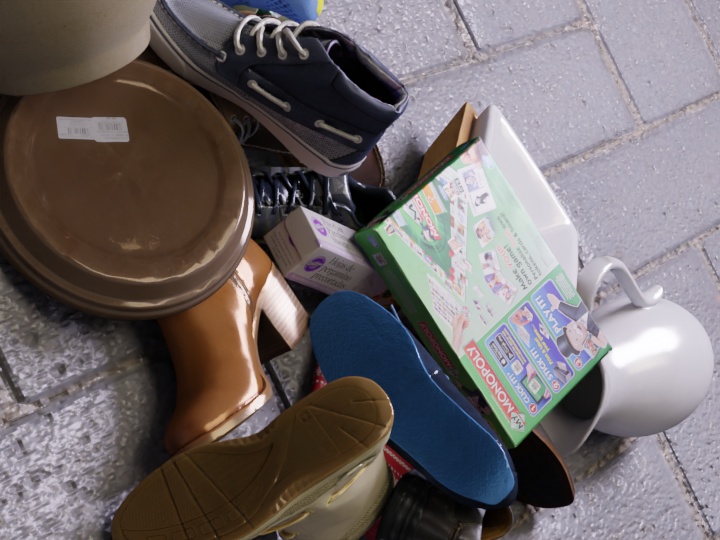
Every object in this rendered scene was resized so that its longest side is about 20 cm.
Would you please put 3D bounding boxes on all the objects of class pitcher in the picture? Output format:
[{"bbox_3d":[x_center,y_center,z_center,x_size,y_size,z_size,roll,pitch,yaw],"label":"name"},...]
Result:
[{"bbox_3d":[0.226,0.064,1.818,0.200,0.121,0.172,-9,119,-51],"label":"pitcher"}]

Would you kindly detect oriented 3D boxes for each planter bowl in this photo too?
[{"bbox_3d":[-0.211,-0.199,1.401,0.200,0.199,0.135,-56,139,-52],"label":"planter bowl"}]

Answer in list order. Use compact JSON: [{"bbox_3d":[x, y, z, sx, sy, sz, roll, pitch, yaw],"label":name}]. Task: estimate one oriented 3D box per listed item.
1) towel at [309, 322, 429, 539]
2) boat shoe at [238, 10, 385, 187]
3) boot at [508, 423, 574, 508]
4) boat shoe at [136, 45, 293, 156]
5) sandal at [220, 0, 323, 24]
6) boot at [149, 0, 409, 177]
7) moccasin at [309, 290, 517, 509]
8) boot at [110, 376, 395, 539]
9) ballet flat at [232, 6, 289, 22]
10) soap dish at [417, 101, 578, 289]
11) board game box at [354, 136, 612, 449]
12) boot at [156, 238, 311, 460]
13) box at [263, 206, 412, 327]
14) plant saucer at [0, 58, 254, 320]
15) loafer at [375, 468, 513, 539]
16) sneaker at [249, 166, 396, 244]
[{"bbox_3d":[0.012,0.114,1.617,0.145,0.022,0.200,42,39,-28],"label":"towel"},{"bbox_3d":[-0.037,-0.116,1.630,0.070,0.070,0.200,-52,130,-12],"label":"boat shoe"},{"bbox_3d":[0.123,0.109,1.702,0.200,0.074,0.097,50,38,-42],"label":"boot"},{"bbox_3d":[-0.107,-0.115,1.540,0.199,0.072,0.073,17,44,-19],"label":"boat shoe"},{"bbox_3d":[-0.123,-0.218,1.561,0.080,0.199,0.087,77,36,-75],"label":"sandal"},{"bbox_3d":[-0.060,-0.155,1.488,0.200,0.090,0.073,36,48,-9],"label":"boot"},{"bbox_3d":[0.034,0.100,1.494,0.200,0.080,0.068,52,1,27],"label":"moccasin"},{"bbox_3d":[-0.065,0.159,1.424,0.073,0.200,0.156,54,-12,23],"label":"boot"},{"bbox_3d":[-0.085,-0.197,1.650,0.200,0.070,0.067,49,30,-21],"label":"ballet flat"},{"bbox_3d":[0.111,-0.043,1.758,0.158,0.081,0.200,56,16,-12],"label":"soap dish"},{"bbox_3d":[0.096,0.017,1.614,0.135,0.029,0.200,-40,103,-34],"label":"board game box"},{"bbox_3d":[-0.121,0.028,1.452,0.155,0.077,0.200,49,42,-13],"label":"boot"},{"bbox_3d":[0.000,0.000,1.608,0.200,0.039,0.042,24,33,-56],"label":"box"},{"bbox_3d":[-0.161,-0.063,1.427,0.199,0.029,0.201,10,62,-20],"label":"plant saucer"},{"bbox_3d":[0.077,0.175,1.545,0.072,0.073,0.200,24,17,16],"label":"loafer"},{"bbox_3d":[-0.051,-0.056,1.591,0.200,0.081,0.074,8,61,-49],"label":"sneaker"}]
